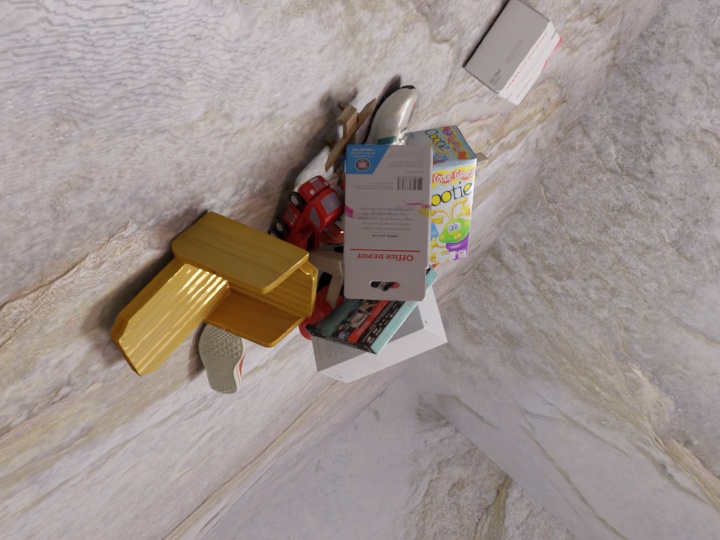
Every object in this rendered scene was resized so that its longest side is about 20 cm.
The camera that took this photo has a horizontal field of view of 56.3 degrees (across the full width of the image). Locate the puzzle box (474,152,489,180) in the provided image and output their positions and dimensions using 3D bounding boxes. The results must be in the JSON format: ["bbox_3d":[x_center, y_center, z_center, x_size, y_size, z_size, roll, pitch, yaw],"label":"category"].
[{"bbox_3d":[0.165,-0.152,1.271,0.199,0.025,0.134,-26,152,-53],"label":"puzzle box"}]

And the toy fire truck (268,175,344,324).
[{"bbox_3d":[-0.062,-0.024,0.953,0.049,0.141,0.200,-38,172,-40],"label":"toy fire truck"}]

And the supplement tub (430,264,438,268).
[{"bbox_3d":[0.086,-0.032,1.273,0.199,0.107,0.107,-25,153,-46],"label":"supplement tub"}]

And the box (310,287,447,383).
[{"bbox_3d":[0.023,0.087,1.108,0.198,0.126,0.097,-25,150,21],"label":"box"}]

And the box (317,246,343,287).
[{"bbox_3d":[-0.048,-0.002,1.275,0.161,0.043,0.200,-54,166,14],"label":"box"}]

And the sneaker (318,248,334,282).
[{"bbox_3d":[-0.120,0.036,1.084,0.200,0.073,0.116,-37,158,-47],"label":"sneaker"}]

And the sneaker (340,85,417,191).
[{"bbox_3d":[0.050,-0.177,1.017,0.070,0.093,0.201,-28,155,-56],"label":"sneaker"}]

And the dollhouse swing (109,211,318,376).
[{"bbox_3d":[-0.170,0.063,0.825,0.201,0.180,0.177,104,10,-63],"label":"dollhouse swing"}]

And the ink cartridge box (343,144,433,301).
[{"bbox_3d":[0.038,-0.063,0.906,0.068,0.114,0.203,-15,107,-82],"label":"ink cartridge box"}]

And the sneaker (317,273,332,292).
[{"bbox_3d":[0.000,0.000,1.142,0.200,0.079,0.089,-43,163,26],"label":"sneaker"}]

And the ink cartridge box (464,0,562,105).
[{"bbox_3d":[0.280,-0.390,1.215,0.147,0.083,0.200,-55,166,19],"label":"ink cartridge box"}]

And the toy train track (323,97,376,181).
[{"bbox_3d":[-0.026,-0.175,0.926,0.115,0.032,0.200,-55,173,-12],"label":"toy train track"}]

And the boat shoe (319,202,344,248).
[{"bbox_3d":[-0.020,-0.075,1.119,0.063,0.071,0.200,-44,172,21],"label":"boat shoe"}]

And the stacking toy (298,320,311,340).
[{"bbox_3d":[-0.035,0.070,1.259,0.199,0.085,0.086,-33,159,-39],"label":"stacking toy"}]

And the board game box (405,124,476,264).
[{"bbox_3d":[0.121,-0.121,1.116,0.102,0.105,0.202,-10,132,-8],"label":"board game box"}]

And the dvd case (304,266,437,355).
[{"bbox_3d":[0.010,0.049,0.992,0.146,0.022,0.199,-51,-154,-19],"label":"dvd case"}]

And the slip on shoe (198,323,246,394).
[{"bbox_3d":[-0.212,0.123,1.061,0.201,0.073,0.062,102,-4,-52],"label":"slip on shoe"}]
